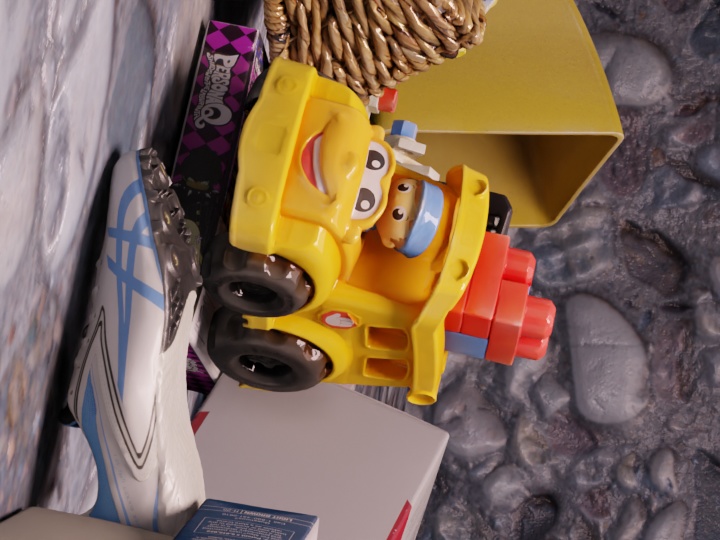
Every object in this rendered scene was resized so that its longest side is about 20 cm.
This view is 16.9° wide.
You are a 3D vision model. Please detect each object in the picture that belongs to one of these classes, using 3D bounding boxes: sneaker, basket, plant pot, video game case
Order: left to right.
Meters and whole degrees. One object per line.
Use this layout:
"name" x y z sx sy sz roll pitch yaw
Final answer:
"sneaker" -0.115 0.038 1.189 0.072 0.072 0.201 42 46 -75
"video game case" -0.084 -0.031 1.436 0.200 0.036 0.182 75 27 -77
"basket" -0.021 -0.202 1.436 0.143 0.148 0.201 45 31 -32
"plant pot" 0.081 -0.153 1.959 0.200 0.199 0.178 123 -36 -66

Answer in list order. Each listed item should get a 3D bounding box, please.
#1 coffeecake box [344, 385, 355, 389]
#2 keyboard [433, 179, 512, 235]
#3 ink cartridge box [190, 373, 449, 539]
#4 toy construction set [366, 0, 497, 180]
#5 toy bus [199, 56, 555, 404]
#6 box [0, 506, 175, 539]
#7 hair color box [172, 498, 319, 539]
"coffeecake box" -0.030 0.015 1.864 0.201 0.073 0.154 95 8 -54
"keyboard" 0.000 0.000 1.490 0.021 0.199 0.128 17 86 -49
"ink cartridge box" -0.052 0.182 1.480 0.146 0.144 0.201 -59 167 -47
"toy construction set" 0.024 -0.144 1.790 0.092 0.130 0.201 88 14 -64
"toy bus" 0.016 -0.009 1.339 0.200 0.191 0.136 88 16 -62
"box" -0.139 0.154 1.060 0.200 0.082 0.069 -9 110 -82
"hair color box" -0.069 0.177 1.077 0.200 0.060 0.101 -49 146 -77
